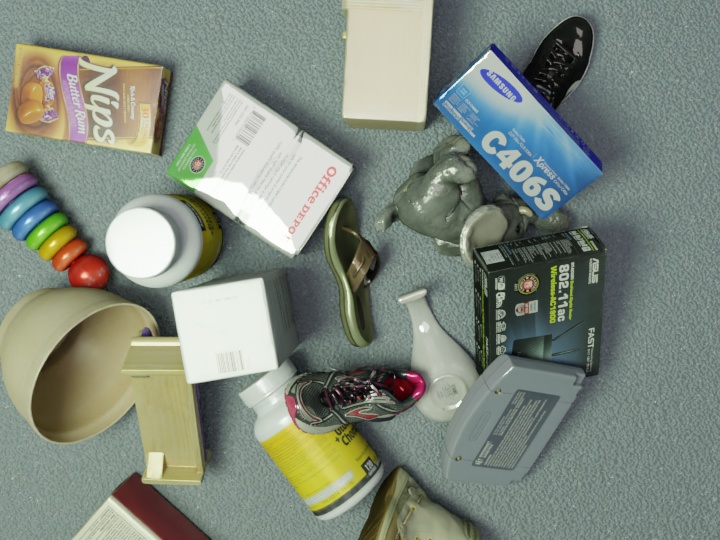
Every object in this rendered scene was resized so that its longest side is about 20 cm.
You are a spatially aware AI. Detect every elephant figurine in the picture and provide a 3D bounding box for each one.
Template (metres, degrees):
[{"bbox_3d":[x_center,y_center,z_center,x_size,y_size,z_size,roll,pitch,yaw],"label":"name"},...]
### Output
[{"bbox_3d":[0.149,-0.063,1.122,0.155,0.142,0.200,-33,110,33],"label":"elephant figurine"}]

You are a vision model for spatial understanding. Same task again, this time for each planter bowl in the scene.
[{"bbox_3d":[-0.380,0.103,1.133,0.134,0.200,0.201,28,95,27],"label":"planter bowl"}]

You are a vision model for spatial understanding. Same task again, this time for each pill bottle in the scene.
[{"bbox_3d":[-0.243,-0.038,1.091,0.111,0.200,0.113,0,95,3],"label":"pill bottle"},{"bbox_3d":[-0.068,0.217,1.152,0.112,0.112,0.200,-37,92,5],"label":"pill bottle"}]

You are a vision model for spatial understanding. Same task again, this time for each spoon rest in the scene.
[{"bbox_3d":[0.100,0.112,1.171,0.099,0.061,0.201,-19,106,5],"label":"spoon rest"}]

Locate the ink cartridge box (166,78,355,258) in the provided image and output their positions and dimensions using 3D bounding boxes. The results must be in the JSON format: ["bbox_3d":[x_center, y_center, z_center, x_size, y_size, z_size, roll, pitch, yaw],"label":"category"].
[{"bbox_3d":[-0.125,-0.129,1.144,0.200,0.084,0.146,35,95,0],"label":"ink cartridge box"}]

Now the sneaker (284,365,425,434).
[{"bbox_3d":[-0.008,0.152,1.106,0.075,0.199,0.081,-35,66,46],"label":"sneaker"}]

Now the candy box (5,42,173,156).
[{"bbox_3d":[-0.358,-0.225,1.164,0.199,0.056,0.117,9,94,1],"label":"candy box"}]

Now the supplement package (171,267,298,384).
[{"bbox_3d":[-0.149,0.063,1.101,0.113,0.200,0.110,-9,93,4],"label":"supplement package"}]

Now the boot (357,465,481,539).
[{"bbox_3d":[0.077,0.355,1.116,0.154,0.200,0.072,37,117,-2],"label":"boot"}]

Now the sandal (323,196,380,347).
[{"bbox_3d":[0.001,0.001,1.148,0.057,0.080,0.202,-6,103,26],"label":"sandal"}]

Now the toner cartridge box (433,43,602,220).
[{"bbox_3d":[0.190,-0.164,1.055,0.200,0.043,0.095,44,117,-10],"label":"toner cartridge box"}]

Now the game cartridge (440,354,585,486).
[{"bbox_3d":[0.185,0.192,1.119,0.133,0.042,0.201,14,120,-19],"label":"game cartridge"}]

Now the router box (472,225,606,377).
[{"bbox_3d":[0.221,0.054,1.096,0.149,0.062,0.201,-12,124,-7],"label":"router box"}]

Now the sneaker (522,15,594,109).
[{"bbox_3d":[0.239,-0.236,1.105,0.073,0.112,0.200,33,95,-1],"label":"sneaker"}]

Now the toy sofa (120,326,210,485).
[{"bbox_3d":[-0.243,0.173,1.132,0.082,0.098,0.201,1,121,2],"label":"toy sofa"}]

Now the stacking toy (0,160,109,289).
[{"bbox_3d":[-0.417,-0.047,1.171,0.085,0.085,0.200,-41,96,5],"label":"stacking toy"}]

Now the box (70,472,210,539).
[{"bbox_3d":[-0.285,0.393,1.176,0.200,0.109,0.128,42,95,-1],"label":"box"}]

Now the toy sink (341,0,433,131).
[{"bbox_3d":[0.033,-0.283,1.104,0.111,0.130,0.201,4,95,3],"label":"toy sink"}]
